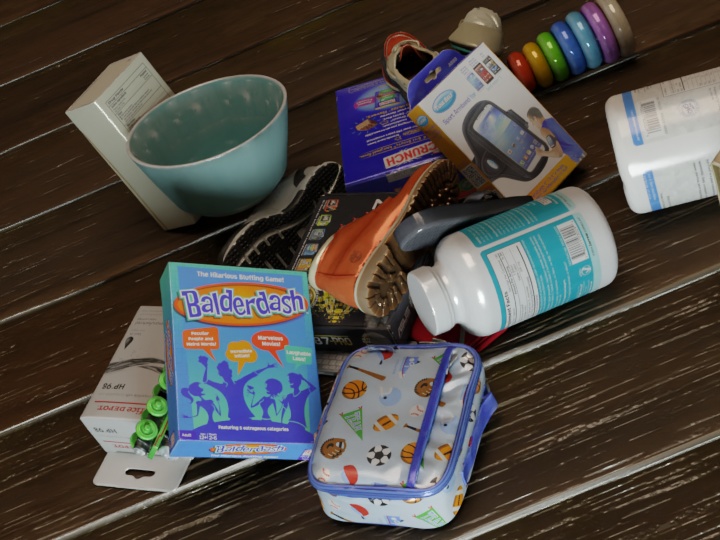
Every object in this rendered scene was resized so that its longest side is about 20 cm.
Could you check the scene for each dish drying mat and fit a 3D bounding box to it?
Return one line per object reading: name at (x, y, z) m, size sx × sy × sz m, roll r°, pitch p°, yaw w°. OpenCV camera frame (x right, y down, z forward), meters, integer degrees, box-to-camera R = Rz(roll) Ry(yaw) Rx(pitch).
dish drying mat at (0.068, 0.038, 1.552) m, size 0.077 × 0.018 × 0.200 m, roll -39°, pitch 41°, yaw -16°

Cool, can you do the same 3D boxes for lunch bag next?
lunch bag at (0.044, 0.152, 1.392) m, size 0.160 × 0.076 × 0.200 m, roll -1°, pitch 45°, yaw 23°

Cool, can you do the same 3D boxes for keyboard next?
keyboard at (-0.037, 0.089, 1.553) m, size 0.200 × 0.011 × 0.056 m, roll 3°, pitch 46°, yaw 30°

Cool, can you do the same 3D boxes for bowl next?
bowl at (-0.167, -0.137, 1.708) m, size 0.201 × 0.105 × 0.201 m, roll -13°, pitch 33°, yaw 9°

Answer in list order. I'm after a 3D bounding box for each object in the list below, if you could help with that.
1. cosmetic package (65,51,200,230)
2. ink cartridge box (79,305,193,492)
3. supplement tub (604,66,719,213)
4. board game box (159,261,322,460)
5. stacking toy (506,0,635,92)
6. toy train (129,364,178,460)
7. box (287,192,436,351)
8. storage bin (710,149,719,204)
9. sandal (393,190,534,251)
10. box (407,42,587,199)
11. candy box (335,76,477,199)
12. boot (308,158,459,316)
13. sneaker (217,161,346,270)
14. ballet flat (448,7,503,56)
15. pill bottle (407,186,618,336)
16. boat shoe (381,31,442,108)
cosmetic package at (-0.258, -0.158, 1.788) m, size 0.073 × 0.200 × 0.104 m, roll -10°, pitch 35°, yaw 48°
ink cartridge box at (-0.217, 0.134, 1.543) m, size 0.116 × 0.067 × 0.200 m, roll 0°, pitch 48°, yaw 28°
supplement tub at (0.368, -0.145, 1.515) m, size 0.200 × 0.132 × 0.132 m, roll -13°, pitch 40°, yaw 12°
board game box at (-0.121, 0.091, 1.457) m, size 0.152 × 0.045 × 0.200 m, roll 3°, pitch 59°, yaw -20°
stacking toy at (0.231, -0.262, 1.763) m, size 0.200 × 0.085 × 0.085 m, roll -26°, pitch 39°, yaw 4°
toy train at (-0.178, 0.111, 1.476) m, size 0.056 × 0.042 × 0.200 m, roll 25°, pitch 53°, yaw -6°
box at (0.000, 0.000, 1.581) m, size 0.161 × 0.049 × 0.200 m, roll 2°, pitch 50°, yaw 29°
storage bin at (0.440, -0.039, 1.305) m, size 0.198 × 0.200 × 0.094 m, roll 16°, pitch 56°, yaw 39°
sandal at (0.114, -0.061, 1.498) m, size 0.076 × 0.200 × 0.043 m, roll -41°, pitch 66°, yaw 38°
box at (0.146, -0.160, 1.610) m, size 0.119 × 0.200 × 0.041 m, roll -46°, pitch 6°, yaw -23°
candy box at (0.062, -0.158, 1.730) m, size 0.169 × 0.077 × 0.200 m, roll -15°, pitch 38°, yaw 9°
boot at (0.025, -0.046, 1.527) m, size 0.107 × 0.075 × 0.200 m, roll 14°, pitch 57°, yaw 41°
sneaker at (-0.099, -0.054, 1.714) m, size 0.200 × 0.074 × 0.080 m, roll -43°, pitch 28°, yaw -28°
ballet flat at (0.145, -0.295, 1.779) m, size 0.069 × 0.070 × 0.200 m, roll -22°, pitch 7°, yaw 2°
pill bottle at (0.151, -0.003, 1.461) m, size 0.200 × 0.111 × 0.111 m, roll -21°, pitch 38°, yaw -11°
boat shoe at (0.065, -0.240, 1.714) m, size 0.071 × 0.063 × 0.200 m, roll -21°, pitch 37°, yaw 1°
